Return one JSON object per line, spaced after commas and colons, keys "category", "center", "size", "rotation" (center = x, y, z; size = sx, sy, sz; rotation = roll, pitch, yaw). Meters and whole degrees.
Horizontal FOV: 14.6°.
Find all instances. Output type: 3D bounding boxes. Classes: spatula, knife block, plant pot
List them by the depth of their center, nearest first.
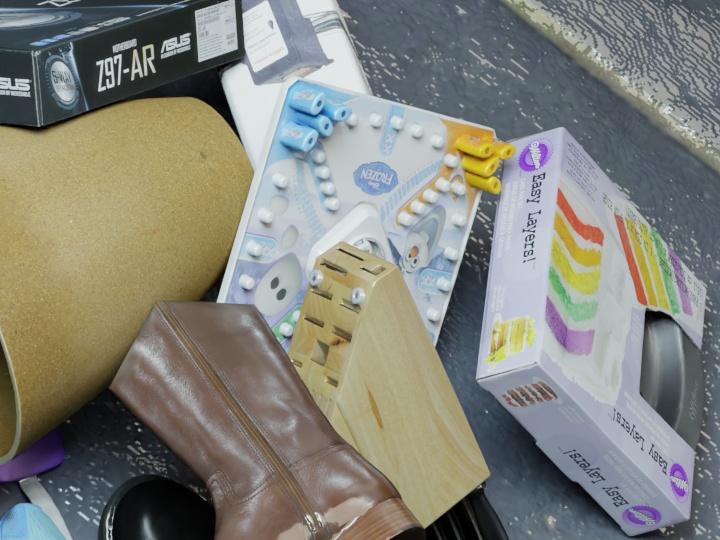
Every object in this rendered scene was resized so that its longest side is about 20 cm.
{"category": "plant pot", "center": [-0.161, -0.016, 1.581], "size": [0.200, 0.187, 0.187], "rotation": [-27, 73, -28]}
{"category": "spatula", "center": [-0.176, 0.148, 1.601], "size": [0.056, 0.021, 0.200], "rotation": [-15, 67, -25]}
{"category": "knife block", "center": [0.033, 0.099, 1.625], "size": [0.175, 0.064, 0.201], "rotation": [13, 96, -35]}

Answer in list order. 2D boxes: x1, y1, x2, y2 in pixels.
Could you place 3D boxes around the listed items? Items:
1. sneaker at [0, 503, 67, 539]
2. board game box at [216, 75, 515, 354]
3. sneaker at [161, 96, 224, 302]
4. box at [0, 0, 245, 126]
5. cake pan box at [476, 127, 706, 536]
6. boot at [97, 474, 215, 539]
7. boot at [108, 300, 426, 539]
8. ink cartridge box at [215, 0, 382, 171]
{"category": "sneaker", "center": [-0.119, 0.182, 1.515], "size": [0.200, 0.078, 0.090], "rotation": [36, 92, 30]}
{"category": "board game box", "center": [0.000, 0.000, 1.647], "size": [0.026, 0.201, 0.200], "rotation": [21, 6, 39]}
{"category": "sneaker", "center": [-0.087, -0.034, 1.716], "size": [0.075, 0.090, 0.201], "rotation": [-2, 60, -25]}
{"category": "box", "center": [-0.187, -0.130, 1.628], "size": [0.160, 0.044, 0.200], "rotation": [7, 19, 33]}
{"category": "cake pan box", "center": [0.148, 0.041, 1.746], "size": [0.200, 0.052, 0.185], "rotation": [46, 42, -38]}
{"category": "boot", "center": [-0.057, 0.178, 1.549], "size": [0.079, 0.158, 0.211], "rotation": [-23, 71, -34]}
{"category": "boot", "center": [-0.091, 0.111, 1.479], "size": [0.186, 0.064, 0.200], "rotation": [-24, 57, -25]}
{"category": "ink cartridge box", "center": [-0.042, -0.122, 1.749], "size": [0.084, 0.145, 0.201], "rotation": [-21, 65, 3]}
